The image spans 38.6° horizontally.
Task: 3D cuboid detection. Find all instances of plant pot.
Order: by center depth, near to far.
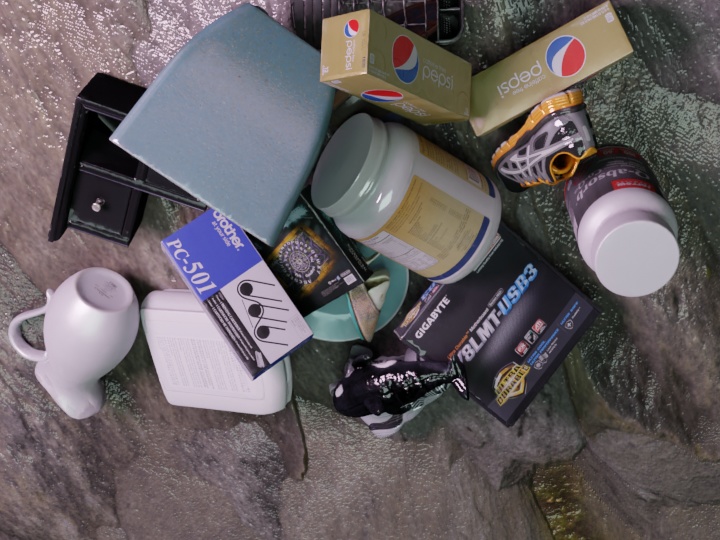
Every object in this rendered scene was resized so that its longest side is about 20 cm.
[{"bbox_3d":[-0.128,-0.168,1.111,0.195,0.196,0.201,33,91,-9],"label":"plant pot"}]

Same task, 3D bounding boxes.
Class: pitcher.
[{"bbox_3d":[-0.390,0.080,1.385,0.170,0.121,0.201,34,127,3],"label":"pitcher"}]

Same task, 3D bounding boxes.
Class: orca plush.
[{"bbox_3d":[0.043,0.167,1.315,0.197,0.072,0.106,-3,129,24],"label":"orca plush"}]

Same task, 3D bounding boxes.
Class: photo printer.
[{"bbox_3d":[-0.184,0.107,1.368,0.197,0.069,0.169,1,118,28],"label":"photo printer"}]

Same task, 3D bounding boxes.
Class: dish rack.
[{"bbox_3d":[0.016,-0.318,1.144,0.197,0.055,0.156,-2,85,5],"label":"dish rack"}]

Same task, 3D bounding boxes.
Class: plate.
[{"bbox_3d":[-0.034,0.003,1.365,0.197,0.026,0.203,2,118,3],"label":"plate"}]

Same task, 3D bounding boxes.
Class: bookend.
[{"bbox_3d":[-0.266,-0.111,1.281,0.196,0.092,0.202,19,118,-7],"label":"bookend"}]

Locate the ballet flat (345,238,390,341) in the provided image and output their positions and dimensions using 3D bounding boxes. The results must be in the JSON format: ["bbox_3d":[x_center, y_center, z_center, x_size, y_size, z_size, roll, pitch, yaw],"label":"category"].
[{"bbox_3d":[0.000,0.000,1.312,0.066,0.068,0.202,-19,117,6],"label":"ballet flat"}]

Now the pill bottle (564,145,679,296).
[{"bbox_3d":[0.308,-0.059,1.213,0.114,0.201,0.117,1,118,2],"label":"pill bottle"}]

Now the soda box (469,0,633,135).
[{"bbox_3d":[0.211,-0.230,1.188,0.198,0.068,0.065,-28,91,17],"label":"soda box"}]

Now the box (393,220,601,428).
[{"bbox_3d":[0.178,0.066,1.335,0.198,0.050,0.201,40,90,-16],"label":"box"}]

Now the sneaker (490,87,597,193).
[{"bbox_3d":[0.214,-0.131,1.203,0.077,0.200,0.078,-21,76,-17],"label":"sneaker"}]

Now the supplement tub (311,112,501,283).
[{"bbox_3d":[0.054,-0.086,1.224,0.198,0.145,0.145,27,117,-28],"label":"supplement tub"}]

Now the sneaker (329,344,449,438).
[{"bbox_3d":[0.048,0.137,1.401,0.114,0.075,0.200,35,117,-17],"label":"sneaker"}]

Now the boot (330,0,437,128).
[{"bbox_3d":[0.038,-0.235,1.226,0.199,0.075,0.097,-32,135,12],"label":"boot"}]

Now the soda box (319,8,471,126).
[{"bbox_3d":[0.043,-0.212,1.102,0.063,0.199,0.069,-2,82,38],"label":"soda box"}]

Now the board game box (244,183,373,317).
[{"bbox_3d":[-0.089,-0.009,1.300,0.199,0.028,0.136,-30,99,43],"label":"board game box"}]

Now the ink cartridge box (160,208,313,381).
[{"bbox_3d":[-0.152,0.026,1.266,0.093,0.044,0.201,-34,84,-13],"label":"ink cartridge box"}]
